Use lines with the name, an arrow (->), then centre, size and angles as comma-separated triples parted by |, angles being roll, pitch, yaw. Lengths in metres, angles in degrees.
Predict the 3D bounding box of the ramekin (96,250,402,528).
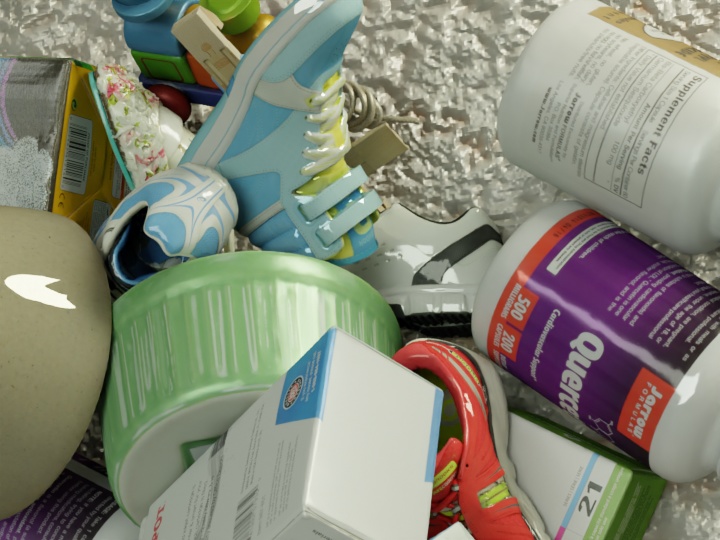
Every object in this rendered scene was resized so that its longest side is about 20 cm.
ramekin -> -0.068, 0.089, 1.627 | 0.200, 0.200, 0.098 | -26, 46, 20

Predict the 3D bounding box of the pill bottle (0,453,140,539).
pill bottle -> -0.191, 0.179, 1.723 | 0.200, 0.112, 0.113 | 24, 93, 26

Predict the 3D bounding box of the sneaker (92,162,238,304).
sneaker -> -0.141, -0.007, 1.660 | 0.072, 0.072, 0.200 | 52, 148, 3

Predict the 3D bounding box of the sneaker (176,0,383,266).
sneaker -> -0.021, -0.080, 1.610 | 0.131, 0.080, 0.200 | 43, 134, 9

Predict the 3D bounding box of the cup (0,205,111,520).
cup -> -0.270, 0.043, 1.617 | 0.200, 0.143, 0.201 | -20, 61, 42

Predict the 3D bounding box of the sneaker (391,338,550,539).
sneaker -> 0.054, 0.135, 1.554 | 0.077, 0.085, 0.200 | -25, 70, 22

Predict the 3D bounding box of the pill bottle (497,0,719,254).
pill bottle -> 0.192, -0.075, 1.589 | 0.200, 0.114, 0.115 | 30, 95, 26

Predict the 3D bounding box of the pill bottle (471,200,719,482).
pill bottle -> 0.171, 0.050, 1.581 | 0.200, 0.112, 0.113 | 34, 97, 26

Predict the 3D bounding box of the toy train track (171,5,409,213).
toy train track -> -0.044, -0.095, 1.693 | 0.115, 0.033, 0.200 | -32, 114, 28

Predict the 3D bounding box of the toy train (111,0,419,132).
toy train -> -0.064, -0.147, 1.709 | 0.200, 0.116, 0.085 | 11, 63, 26

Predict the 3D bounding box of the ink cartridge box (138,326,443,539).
ink cartridge box -> -0.047, 0.152, 1.505 | 0.200, 0.084, 0.145 | -45, 24, 36

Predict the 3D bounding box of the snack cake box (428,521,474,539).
snack cake box -> 0.016, 0.250, 1.524 | 0.115, 0.067, 0.200 | 51, 124, 9

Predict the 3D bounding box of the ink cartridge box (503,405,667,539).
ink cartridge box -> 0.066, 0.152, 1.635 | 0.200, 0.076, 0.148 | 25, 93, 25

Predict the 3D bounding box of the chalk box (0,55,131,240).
chalk box -> -0.257, -0.078, 1.798 | 0.200, 0.124, 0.125 | 5, 85, 27

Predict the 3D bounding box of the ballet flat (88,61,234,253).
ballet flat -> -0.120, -0.048, 1.739 | 0.064, 0.076, 0.200 | -16, 104, 3

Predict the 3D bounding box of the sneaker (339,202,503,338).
sneaker -> 0.000, 0.000, 1.692 | 0.199, 0.074, 0.080 | 0, 75, 11
